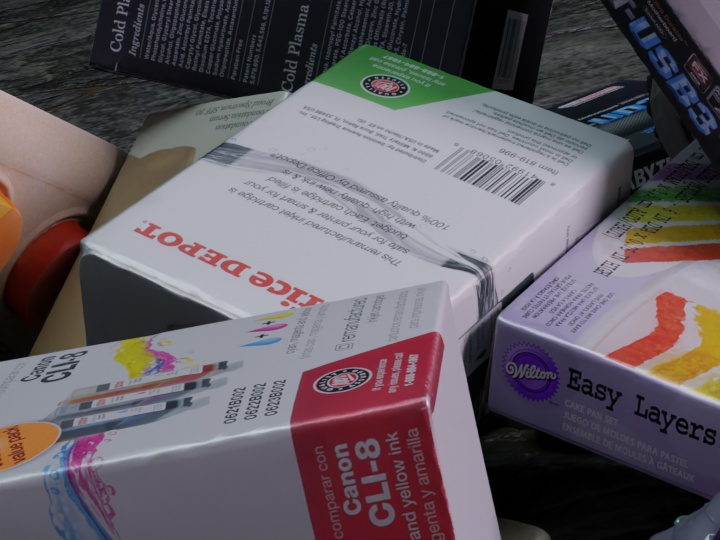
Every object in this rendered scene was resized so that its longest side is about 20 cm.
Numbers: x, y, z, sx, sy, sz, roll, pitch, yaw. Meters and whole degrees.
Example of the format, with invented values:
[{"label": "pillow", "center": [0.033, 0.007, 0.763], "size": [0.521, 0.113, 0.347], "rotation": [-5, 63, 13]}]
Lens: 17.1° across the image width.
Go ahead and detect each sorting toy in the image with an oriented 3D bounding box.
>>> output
[{"label": "sorting toy", "center": [-0.184, 0.021, 1.103], "size": [0.036, 0.201, 0.185], "rotation": [35, 4, 24]}]

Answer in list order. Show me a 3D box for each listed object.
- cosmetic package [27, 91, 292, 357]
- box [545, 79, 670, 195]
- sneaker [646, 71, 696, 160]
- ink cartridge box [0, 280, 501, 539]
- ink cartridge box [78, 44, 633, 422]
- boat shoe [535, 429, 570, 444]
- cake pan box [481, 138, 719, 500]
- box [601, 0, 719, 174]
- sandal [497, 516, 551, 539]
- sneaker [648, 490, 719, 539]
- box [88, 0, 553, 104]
[{"label": "cosmetic package", "center": [-0.083, 0.021, 1.089], "size": [0.105, 0.071, 0.201], "rotation": [-7, 50, 42]}, {"label": "box", "center": [0.132, -0.057, 1.298], "size": [0.199, 0.046, 0.159], "rotation": [-22, 17, -35]}, {"label": "sneaker", "center": [0.199, -0.046, 1.086], "size": [0.078, 0.201, 0.086], "rotation": [-43, 34, -25]}, {"label": "ink cartridge box", "center": [-0.056, 0.105, 0.810], "size": [0.199, 0.146, 0.145], "rotation": [-11, 14, 7]}, {"label": "ink cartridge box", "center": [0.000, 0.000, 0.989], "size": [0.146, 0.083, 0.200], "rotation": [24, 41, 29]}, {"label": "boat shoe", "center": [0.163, 0.030, 1.063], "size": [0.199, 0.074, 0.076], "rotation": [-7, 15, 20]}, {"label": "cake pan box", "center": [0.177, 0.025, 0.962], "size": [0.183, 0.053, 0.200], "rotation": [24, 37, 26]}, {"label": "box", "center": [0.200, -0.136, 1.008], "size": [0.198, 0.201, 0.050], "rotation": [-28, -14, -22]}, {"label": "sandal", "center": [0.004, 0.094, 0.985], "size": [0.080, 0.054, 0.200], "rotation": [-19, 18, -24]}, {"label": "sneaker", "center": [0.142, 0.080, 0.820], "size": [0.200, 0.075, 0.087], "rotation": [-40, 16, -26]}, {"label": "box", "center": [-0.011, -0.130, 1.195], "size": [0.181, 0.105, 0.200], "rotation": [13, 7, 13]}]
